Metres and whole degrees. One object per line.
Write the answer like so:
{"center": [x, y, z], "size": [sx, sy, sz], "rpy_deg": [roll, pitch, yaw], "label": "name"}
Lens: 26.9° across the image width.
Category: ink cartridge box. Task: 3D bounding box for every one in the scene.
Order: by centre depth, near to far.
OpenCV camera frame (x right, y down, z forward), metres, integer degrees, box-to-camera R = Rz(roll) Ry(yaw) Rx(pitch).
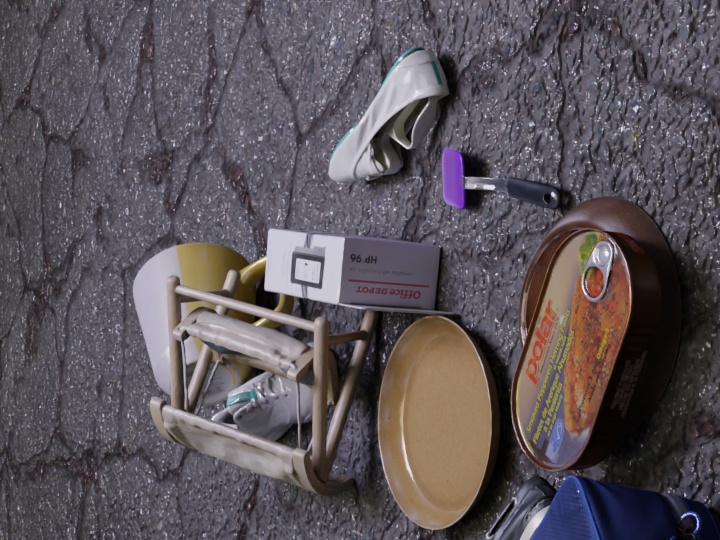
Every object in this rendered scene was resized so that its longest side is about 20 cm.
{"center": [0.000, 0.000, 1.496], "size": [0.199, 0.115, 0.069], "rpy_deg": [10, 95, 59], "label": "ink cartridge box"}

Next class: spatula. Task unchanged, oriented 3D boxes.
{"center": [0.124, -0.078, 1.379], "size": [0.199, 0.020, 0.057], "rpy_deg": [16, 113, 57], "label": "spatula"}

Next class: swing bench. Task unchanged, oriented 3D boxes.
{"center": [-0.105, 0.121, 1.578], "size": [0.197, 0.129, 0.202], "rpy_deg": [14, 99, 28], "label": "swing bench"}

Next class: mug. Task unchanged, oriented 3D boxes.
{"center": [-0.179, 0.061, 1.748], "size": [0.187, 0.148, 0.154], "rpy_deg": [-55, 32, 36], "label": "mug"}

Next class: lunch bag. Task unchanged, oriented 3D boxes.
{"center": [0.196, 0.251, 1.116], "size": [0.137, 0.131, 0.201], "rpy_deg": [-98, 27, -51], "label": "lunch bag"}

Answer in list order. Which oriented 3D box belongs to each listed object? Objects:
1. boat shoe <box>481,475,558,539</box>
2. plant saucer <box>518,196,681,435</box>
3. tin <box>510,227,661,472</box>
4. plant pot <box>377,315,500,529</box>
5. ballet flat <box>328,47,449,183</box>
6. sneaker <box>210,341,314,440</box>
{"center": [0.120, 0.259, 1.301], "size": [0.201, 0.074, 0.066], "rpy_deg": [-67, 33, 30], "label": "boat shoe"}
{"center": [0.188, 0.038, 1.249], "size": [0.200, 0.032, 0.203], "rpy_deg": [-9, 79, 59], "label": "plant saucer"}
{"center": [0.177, 0.064, 1.198], "size": [0.112, 0.042, 0.202], "rpy_deg": [41, 122, 49], "label": "tin"}
{"center": [0.078, 0.144, 1.434], "size": [0.199, 0.027, 0.203], "rpy_deg": [-10, 78, 60], "label": "plant pot"}
{"center": [0.028, -0.137, 1.523], "size": [0.200, 0.069, 0.070], "rpy_deg": [-53, 44, 43], "label": "ballet flat"}
{"center": [-0.105, 0.143, 1.691], "size": [0.200, 0.088, 0.076], "rpy_deg": [-47, 47, 48], "label": "sneaker"}
